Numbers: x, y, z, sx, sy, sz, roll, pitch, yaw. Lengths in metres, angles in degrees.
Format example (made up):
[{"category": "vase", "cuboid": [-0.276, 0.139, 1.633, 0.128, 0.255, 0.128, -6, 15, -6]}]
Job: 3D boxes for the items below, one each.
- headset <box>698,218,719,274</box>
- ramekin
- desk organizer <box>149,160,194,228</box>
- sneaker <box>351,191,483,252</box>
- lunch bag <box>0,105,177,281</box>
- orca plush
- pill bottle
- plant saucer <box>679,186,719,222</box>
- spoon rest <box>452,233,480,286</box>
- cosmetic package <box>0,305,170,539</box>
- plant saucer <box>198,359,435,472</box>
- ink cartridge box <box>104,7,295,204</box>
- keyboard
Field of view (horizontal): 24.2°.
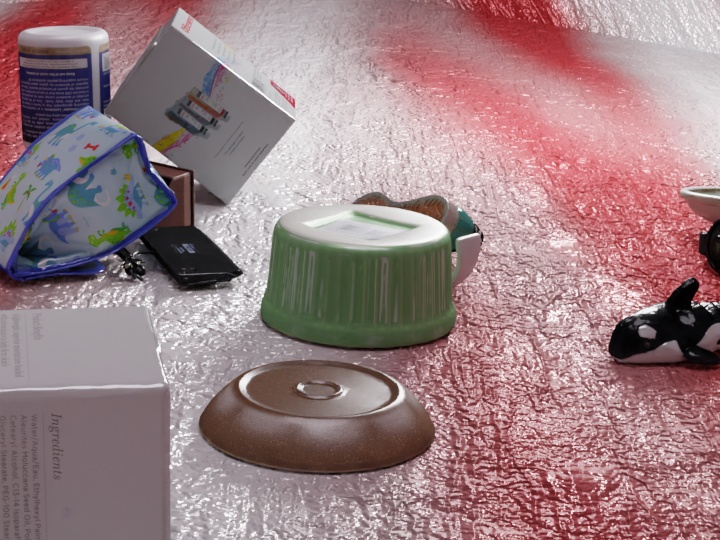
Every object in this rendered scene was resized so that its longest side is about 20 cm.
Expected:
[{"category": "headset", "cuboid": [0.460, -0.041, 1.915, 0.123, 0.095, 0.200, 1, 5, -5]}, {"category": "ramekin", "cuboid": [0.000, 0.000, 1.688, 0.199, 0.098, 0.200, 3, 16, -1]}, {"category": "desk organizer", "cuboid": [-0.298, -0.095, 2.017, 0.199, 0.072, 0.077, 14, 22, 34]}, {"category": "sneaker", "cuboid": [0.057, -0.042, 1.921, 0.080, 0.072, 0.200, 32, -16, -34]}, {"category": "lunch bag", "cuboid": [-0.324, -0.070, 1.834, 0.200, 0.128, 0.170, -35, 27, -16]}, {"category": "orca plush", "cuboid": [0.334, 0.045, 1.641, 0.199, 0.071, 0.105, 0, 17, -11]}, {"category": "pill bottle", "cuboid": [-0.376, -0.206, 2.145, 0.115, 0.201, 0.116, 0, 14, 0]}, {"category": "plant saucer", "cuboid": [0.492, -0.069, 2.069, 0.199, 0.051, 0.200, 4, 8, -1]}, {"category": "spoon rest", "cuboid": [0.041, -0.007, 1.823, 0.199, 0.061, 0.099, -1, 9, 41]}, {"category": "cosmetic package", "cuboid": [-0.229, 0.126, 1.103, 0.199, 0.166, 0.165, -1, 17, -11]}, {"category": "plant saucer", "cuboid": [-0.036, 0.114, 1.408, 0.199, 0.037, 0.200, 3, 15, -1]}, {"category": "ink cartridge box", "cuboid": [-0.202, -0.213, 2.149, 0.200, 0.145, 0.145, 38, 12, -12]}, {"category": "keyboard", "cuboid": [-0.214, -0.016, 1.851, 0.126, 0.021, 0.200, -2, 16, -20]}]
